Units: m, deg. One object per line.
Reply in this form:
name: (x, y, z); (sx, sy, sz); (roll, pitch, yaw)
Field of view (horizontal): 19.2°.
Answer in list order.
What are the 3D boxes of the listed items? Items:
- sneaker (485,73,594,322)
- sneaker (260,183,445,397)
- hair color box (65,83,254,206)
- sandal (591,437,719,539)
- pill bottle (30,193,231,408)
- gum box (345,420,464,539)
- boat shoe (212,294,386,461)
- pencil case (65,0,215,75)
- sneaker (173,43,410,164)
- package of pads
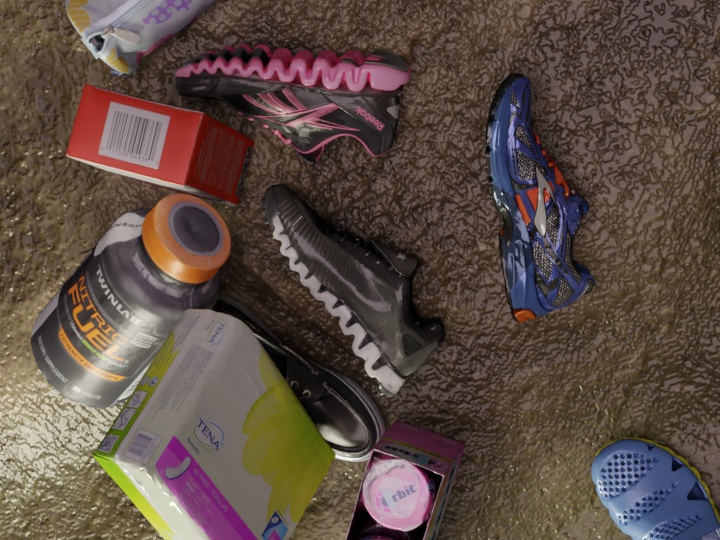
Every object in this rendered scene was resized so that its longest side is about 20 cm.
sneaker: (0.144, -0.062, 1.720); (0.078, 0.075, 0.202); (-9, 104, 3)
sneaker: (0.000, 0.000, 1.755); (0.090, 0.066, 0.201); (-35, 94, 11)
hair color box: (-0.156, -0.098, 1.697); (0.101, 0.200, 0.062); (15, 89, 8)
sandal: (0.262, 0.219, 1.723); (0.079, 0.087, 0.200); (-43, 87, 15)
pill bottle: (-0.182, 0.020, 1.731); (0.106, 0.106, 0.200); (46, 132, 2)
gum box: (0.020, 0.237, 1.757); (0.066, 0.113, 0.202); (18, 101, 8)
boat shoe: (-0.067, 0.095, 1.783); (0.199, 0.057, 0.069); (37, 103, 4)
pencil case: (-0.147, -0.247, 1.734); (0.199, 0.091, 0.083); (-37, 90, 13)
sneaker: (-0.058, -0.134, 1.747); (0.198, 0.079, 0.096); (5, 110, 12)
package of pads: (-0.108, 0.144, 1.684); (0.068, 0.201, 0.155); (10, 58, 36)
